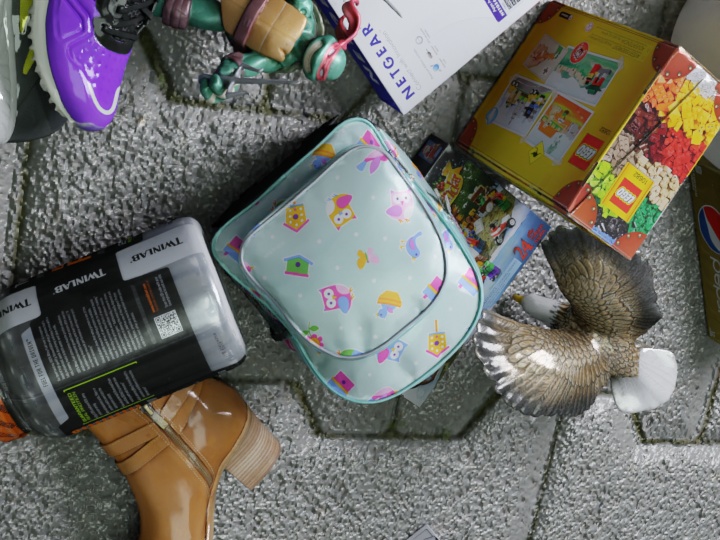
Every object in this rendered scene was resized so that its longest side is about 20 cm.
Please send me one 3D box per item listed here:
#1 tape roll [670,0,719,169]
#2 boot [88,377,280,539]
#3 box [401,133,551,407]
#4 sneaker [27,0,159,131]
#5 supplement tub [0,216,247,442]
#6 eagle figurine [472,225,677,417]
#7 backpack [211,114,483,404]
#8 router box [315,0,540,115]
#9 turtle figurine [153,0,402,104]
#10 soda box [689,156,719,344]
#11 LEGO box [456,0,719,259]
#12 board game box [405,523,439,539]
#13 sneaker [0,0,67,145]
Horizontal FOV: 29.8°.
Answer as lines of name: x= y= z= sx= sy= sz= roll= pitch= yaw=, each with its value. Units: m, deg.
tape roll: x=0.383 y=-0.180 z=1.154 sx=0.200 sy=0.139 sz=0.206 roll=1 pitch=88 yaw=-19
boot: x=-0.174 y=0.172 z=1.122 sx=0.200 sy=0.077 sz=0.155 roll=-48 pitch=122 yaw=-3
box: x=0.057 y=0.003 z=1.179 sx=0.136 sy=0.038 sz=0.201 roll=34 pitch=94 yaw=-30
sneaker: x=-0.167 y=-0.199 z=0.927 sx=0.098 sy=0.069 sz=0.203 roll=0 pitch=89 yaw=21
supplement tub: x=-0.196 y=0.049 z=1.031 sx=0.198 sy=0.123 sz=0.124 roll=-21 pitch=118 yaw=-4
eagle figurine: x=0.192 y=0.051 z=1.193 sx=0.149 sy=0.200 sz=0.154 roll=-8 pitch=81 yaw=18
backpack: x=0.000 y=0.000 z=1.060 sx=0.175 sy=0.153 sz=0.201 roll=-40 pitch=103 yaw=-2
router box: x=0.043 y=-0.257 z=1.063 sx=0.179 sy=0.049 sz=0.201 roll=-40 pitch=120 yaw=-4
turtle figurine: x=-0.077 y=-0.185 z=0.981 sx=0.198 sy=0.101 sz=0.151 roll=29 pitch=83 yaw=6
soda box: x=0.366 y=-0.019 z=1.288 sx=0.063 sy=0.068 sz=0.202 roll=-22 pitch=117 yaw=-15
LEGO box: x=0.184 y=-0.119 z=1.092 sx=0.077 sy=0.200 sz=0.150 roll=31 pitch=97 yaw=-29
board game box: x=0.016 y=0.335 z=1.242 sx=0.199 sy=0.126 sz=0.035 roll=-37 pitch=121 yaw=-6
sneaker: x=-0.246 y=-0.188 z=0.964 sx=0.084 sy=0.074 sz=0.203 roll=-7 pitch=108 yaw=-52
